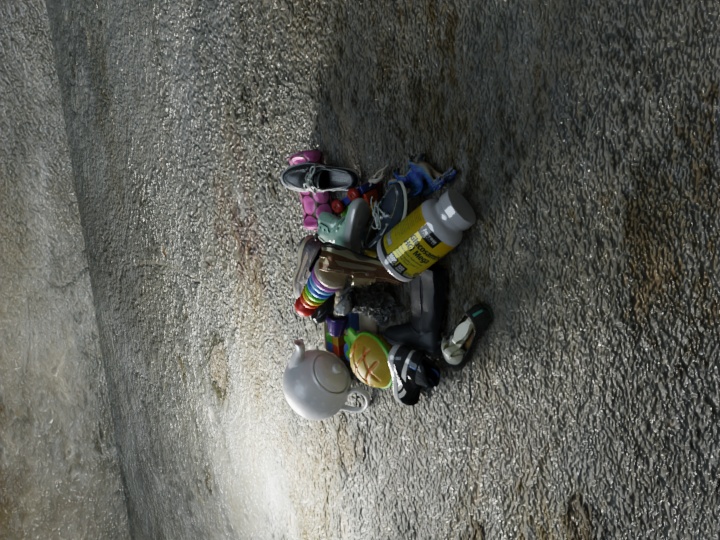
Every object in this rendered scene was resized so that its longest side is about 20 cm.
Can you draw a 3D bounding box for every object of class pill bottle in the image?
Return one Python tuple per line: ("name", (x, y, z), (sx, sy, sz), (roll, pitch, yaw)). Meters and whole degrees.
("pill bottle", (0.137, -0.074, 1.491), (0.200, 0.112, 0.113), (-40, 72, 31))

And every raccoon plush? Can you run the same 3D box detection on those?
("raccoon plush", (0.013, 0.096, 1.660), (0.134, 0.200, 0.097), (47, 128, -5))

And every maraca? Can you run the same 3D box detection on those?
("maraca", (0.020, 0.209, 1.734), (0.199, 0.106, 0.138), (20, 120, 52))

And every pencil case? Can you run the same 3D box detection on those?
("pencil case", (-0.122, -0.197, 1.803), (0.093, 0.091, 0.202), (-10, 95, 16))

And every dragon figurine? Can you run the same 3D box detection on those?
("dragon figurine", (0.119, -0.184, 1.538), (0.200, 0.059, 0.100), (-33, 78, 49))

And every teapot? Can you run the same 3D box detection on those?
("teapot", (-0.094, 0.286, 1.879), (0.146, 0.199, 0.199), (-38, 62, 38))

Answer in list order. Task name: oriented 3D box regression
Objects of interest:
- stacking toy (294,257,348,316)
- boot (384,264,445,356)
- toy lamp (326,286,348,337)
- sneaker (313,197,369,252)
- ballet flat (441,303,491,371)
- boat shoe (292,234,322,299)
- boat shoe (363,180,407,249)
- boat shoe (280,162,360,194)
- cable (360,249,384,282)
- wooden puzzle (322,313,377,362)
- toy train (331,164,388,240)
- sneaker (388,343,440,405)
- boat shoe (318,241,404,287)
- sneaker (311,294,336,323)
("stacking toy", (-0.107, 0.048, 1.735), (0.086, 0.085, 0.200), (60, 140, 16))
("boot", (0.119, 0.076, 1.626), (0.164, 0.065, 0.202), (12, 115, 39))
("toy lamp", (-0.051, 0.065, 1.771), (0.058, 0.058, 0.202), (25, 117, 43))
("sneaker", (-0.050, -0.109, 1.638), (0.118, 0.074, 0.201), (37, 145, 16))
("ballet flat", (0.210, 0.149, 1.542), (0.068, 0.068, 0.201), (46, 134, 28))
("boat shoe", (-0.129, 0.009, 1.896), (0.073, 0.074, 0.202), (30, 126, 41))
("boat shoe", (0.051, -0.116, 1.567), (0.200, 0.061, 0.075), (113, 150, -55))
("boat shoe", (-0.103, -0.216, 1.713), (0.198, 0.068, 0.074), (10, 101, 16))
("cable", (0.004, -0.038, 1.763), (0.200, 0.050, 0.098), (50, 155, 43))
("wooden puzzle", (-0.037, 0.155, 1.860), (0.199, 0.046, 0.187), (16, 115, 46))
("toy train", (0.029, -0.148, 1.646), (0.200, 0.084, 0.116), (-29, 91, 52))
("sneaker", (0.132, 0.258, 1.645), (0.111, 0.073, 0.201), (16, 143, 32))
("boat shoe", (0.000, 0.000, 1.599), (0.076, 0.198, 0.074), (-156, 86, -84))
("sneaker", (-0.094, 0.039, 1.822), (0.073, 0.081, 0.201), (38, 114, 44))
